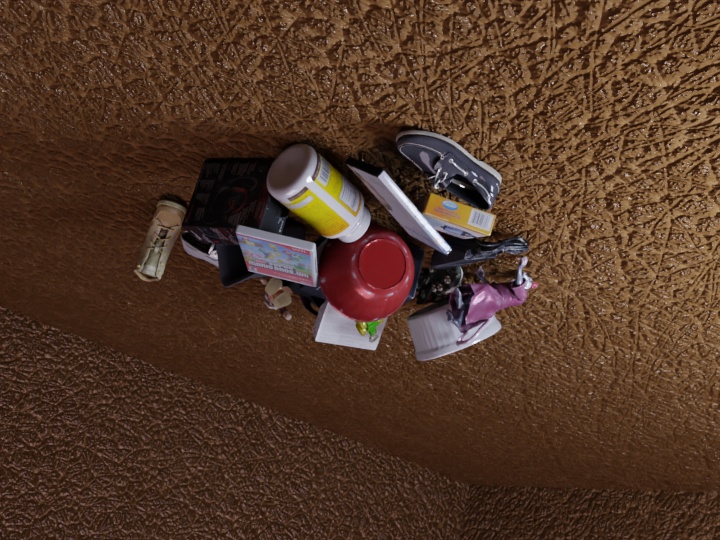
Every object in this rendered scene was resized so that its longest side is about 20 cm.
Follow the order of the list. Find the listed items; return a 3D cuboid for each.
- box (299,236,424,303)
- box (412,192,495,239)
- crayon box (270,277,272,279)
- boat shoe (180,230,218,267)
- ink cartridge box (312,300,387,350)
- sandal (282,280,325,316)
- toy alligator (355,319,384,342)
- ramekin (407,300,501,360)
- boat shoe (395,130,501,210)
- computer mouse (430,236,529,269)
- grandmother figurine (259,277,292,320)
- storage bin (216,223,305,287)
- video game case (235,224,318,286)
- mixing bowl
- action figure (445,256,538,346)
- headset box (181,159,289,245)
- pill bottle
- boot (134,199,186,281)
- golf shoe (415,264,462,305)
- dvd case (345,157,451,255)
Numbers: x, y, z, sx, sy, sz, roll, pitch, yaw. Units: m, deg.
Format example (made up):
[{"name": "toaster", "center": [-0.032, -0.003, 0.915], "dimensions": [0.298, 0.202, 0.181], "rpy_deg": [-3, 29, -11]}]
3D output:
[{"name": "box", "center": [0.000, 0.000, 1.616], "dimensions": [0.199, 0.118, 0.197], "rpy_deg": [21, 157, -15]}, {"name": "box", "center": [0.154, -0.093, 1.337], "dimensions": [0.118, 0.042, 0.200], "rpy_deg": [18, 180, -6]}, {"name": "crayon box", "center": [-0.142, 0.011, 1.819], "dimensions": [0.199, 0.051, 0.127], "rpy_deg": [18, 158, -5]}, {"name": "boat shoe", "center": [-0.336, -0.046, 1.782], "dimensions": [0.198, 0.074, 0.067], "rpy_deg": [11, 160, 13]}, {"name": "ink cartridge box", "center": [-0.012, 0.088, 1.795], "dimensions": [0.161, 0.201, 0.050], "rpy_deg": [11, -156, -19]}, {"name": "sandal", "center": [-0.113, 0.077, 1.823], "dimensions": [0.200, 0.048, 0.075], "rpy_deg": [31, 153, -33]}, {"name": "toy alligator", "center": [0.014, 0.106, 1.640], "dimensions": [0.054, 0.059, 0.200], "rpy_deg": [53, 168, 18]}, {"name": "ramekin", "center": [0.200, 0.115, 1.665], "dimensions": [0.199, 0.098, 0.200], "rpy_deg": [-22, 180, 0]}, {"name": "boat shoe", "center": [0.141, -0.160, 1.218], "dimensions": [0.199, 0.063, 0.073], "rpy_deg": [24, 155, -21]}, {"name": "computer mouse", "center": [0.211, -0.042, 1.448], "dimensions": [0.138, 0.053, 0.199], "rpy_deg": [-6, 175, -36]}, {"name": "grandmother figurine", "center": [-0.198, 0.063, 1.802], "dimensions": [0.060, 0.122, 0.200], "rpy_deg": [-22, -179, -10]}, {"name": "storage bin", "center": [-0.212, -0.050, 1.641], "dimensions": [0.134, 0.147, 0.200], "rpy_deg": [-3, 170, -35]}, {"name": "video game case", "center": [-0.151, -0.023, 1.405], "dimensions": [0.142, 0.018, 0.200], "rpy_deg": [14, 160, 3]}, {"name": "mixing bowl", "center": [0.026, -0.005, 1.457], "dimensions": [0.199, 0.202, 0.108], "rpy_deg": [21, 166, -13]}, {"name": "action figure", "center": [0.279, 0.057, 1.525], "dimensions": [0.199, 0.150, 0.134], "rpy_deg": [-12, 176, -21]}, {"name": "headset box", "center": [-0.216, -0.127, 1.417], "dimensions": [0.199, 0.150, 0.075], "rpy_deg": [3, 157, 26]}, {"name": "pill bottle", "center": [-0.068, -0.131, 1.363], "dimensions": [0.109, 0.110, 0.200], "rpy_deg": [-4, 150, 39]}, {"name": "boot", "center": [-0.454, -0.064, 1.710], "dimensions": [0.072, 0.156, 0.200], "rpy_deg": [22, 157, -17]}, {"name": "golf shoe", "center": [0.185, 0.022, 1.626], "dimensions": [0.087, 0.078, 0.200], "rpy_deg": [1, 166, -17]}, {"name": "dvd case", "center": [0.064, -0.112, 1.303], "dimensions": [0.200, 0.018, 0.143], "rpy_deg": [45, 175, -28]}]
